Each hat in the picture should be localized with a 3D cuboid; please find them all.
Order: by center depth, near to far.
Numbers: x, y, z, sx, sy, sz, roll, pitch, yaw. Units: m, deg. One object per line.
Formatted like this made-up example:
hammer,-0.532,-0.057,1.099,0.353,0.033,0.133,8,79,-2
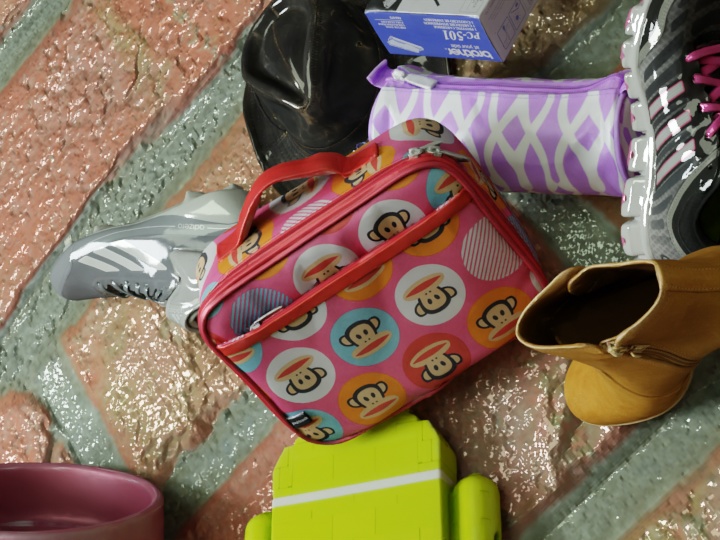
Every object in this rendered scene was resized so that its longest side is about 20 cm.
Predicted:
hat,-0.031,-0.145,1.029,0.200,0.081,0.202,-10,71,33

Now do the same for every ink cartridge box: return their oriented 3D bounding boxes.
ink cartridge box,0.090,-0.228,0.942,0.094,0.044,0.201,11,62,38

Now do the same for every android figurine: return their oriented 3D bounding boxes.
android figurine,0.003,0.172,0.920,0.181,0.041,0.201,-15,54,20

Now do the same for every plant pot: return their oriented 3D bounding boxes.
plant pot,-0.241,0.246,1.022,0.199,0.199,0.180,8,97,38

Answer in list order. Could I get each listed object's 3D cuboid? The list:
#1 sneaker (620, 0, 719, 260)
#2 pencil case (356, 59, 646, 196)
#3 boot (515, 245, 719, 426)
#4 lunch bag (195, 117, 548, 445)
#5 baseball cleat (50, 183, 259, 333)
sneaker,0.199,-0.084,0.806,0.087,0.073,0.201,24,121,48
pencil case,0.099,-0.094,0.914,0.199,0.086,0.084,6,38,33
boot,0.136,0.036,0.788,0.201,0.143,0.071,-36,59,49
lunch bag,0.000,0.000,0.889,0.199,0.176,0.082,-33,30,13
baseball cleat,-0.160,0.006,1.091,0.199,0.070,0.107,-24,64,30
